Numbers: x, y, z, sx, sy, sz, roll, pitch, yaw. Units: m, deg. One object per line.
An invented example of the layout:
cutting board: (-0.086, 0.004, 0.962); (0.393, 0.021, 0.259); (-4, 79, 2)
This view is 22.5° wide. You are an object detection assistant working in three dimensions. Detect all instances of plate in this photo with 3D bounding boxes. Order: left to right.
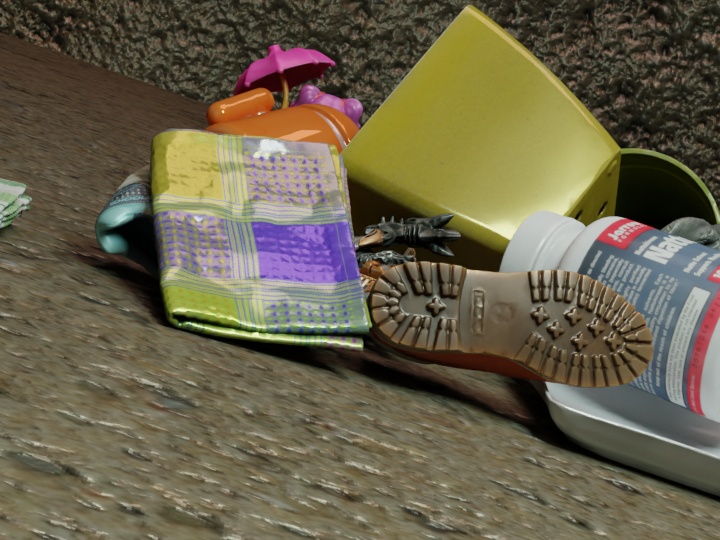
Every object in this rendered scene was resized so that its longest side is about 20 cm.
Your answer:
plate: (0.212, 0.117, 1.279); (0.199, 0.032, 0.200); (19, 7, -3)

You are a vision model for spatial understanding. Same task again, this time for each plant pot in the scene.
plant pot: (0.111, -0.064, 1.537); (0.176, 0.200, 0.200); (31, -24, 20)
plant pot: (0.303, -0.009, 1.964); (0.200, 0.201, 0.193); (22, -5, 21)

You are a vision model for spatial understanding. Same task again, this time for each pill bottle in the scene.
pill bottle: (0.208, 0.026, 1.355); (0.199, 0.120, 0.119); (21, 7, 31)

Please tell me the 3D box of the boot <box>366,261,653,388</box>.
boot: (0.097, 0.039, 1.246); (0.199, 0.075, 0.107); (12, -12, -7)

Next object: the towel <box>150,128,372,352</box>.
towel: (-0.070, -0.027, 1.223); (0.143, 0.023, 0.200); (7, 41, -14)

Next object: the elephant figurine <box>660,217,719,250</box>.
elephant figurine: (0.289, 0.008, 1.574); (0.141, 0.200, 0.156); (31, 34, -27)

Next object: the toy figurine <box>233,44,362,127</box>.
toy figurine: (-0.062, -0.115, 1.700); (0.199, 0.185, 0.150); (21, 7, 7)

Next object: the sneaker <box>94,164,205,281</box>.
sneaker: (-0.095, 0.001, 1.255); (0.199, 0.078, 0.086); (24, 30, 13)

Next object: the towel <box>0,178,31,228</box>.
towel: (-0.308, -0.052, 1.212); (0.149, 0.031, 0.200); (17, 9, -3)

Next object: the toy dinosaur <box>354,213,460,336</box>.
toy dinosaur: (0.000, 0.000, 1.396); (0.135, 0.102, 0.200); (-4, 41, -31)

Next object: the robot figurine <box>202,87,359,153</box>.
robot figurine: (-0.071, -0.080, 1.575); (0.200, 0.117, 0.144); (-18, 36, -41)
